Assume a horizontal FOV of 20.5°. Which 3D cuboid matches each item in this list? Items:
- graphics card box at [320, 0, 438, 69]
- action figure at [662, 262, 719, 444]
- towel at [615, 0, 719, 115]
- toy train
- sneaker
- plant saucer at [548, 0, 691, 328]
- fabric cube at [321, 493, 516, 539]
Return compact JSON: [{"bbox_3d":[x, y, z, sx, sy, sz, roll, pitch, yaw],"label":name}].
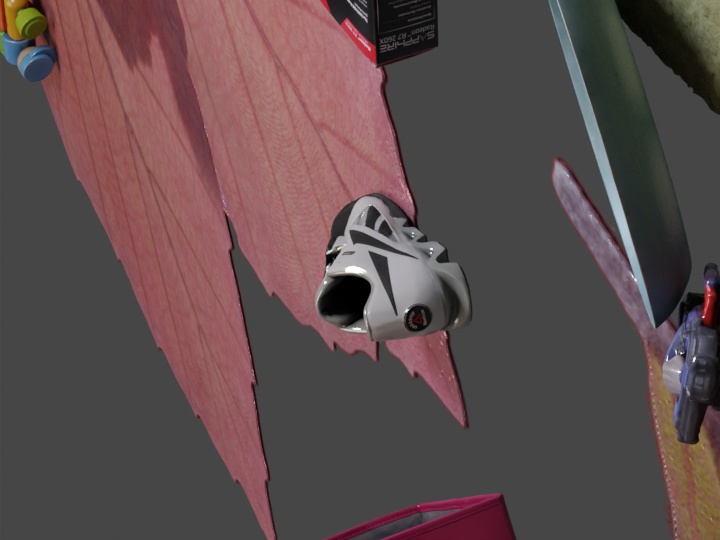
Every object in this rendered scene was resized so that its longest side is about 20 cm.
[{"bbox_3d":[0.001,-0.244,1.231,0.126,0.050,0.201,-126,24,-47],"label":"graphics card box"},{"bbox_3d":[0.192,0.062,0.909,0.200,0.103,0.196,-60,-35,-72],"label":"action figure"},{"bbox_3d":[0.162,-0.132,0.852,0.200,0.036,0.150,-128,26,-48],"label":"towel"},{"bbox_3d":[-0.427,-0.334,2.464,0.116,0.084,0.201,50,154,29],"label":"toy train"},{"bbox_3d":[0.000,0.000,1.409,0.200,0.088,0.075,-145,39,-66],"label":"sneaker"},{"bbox_3d":[0.120,-0.073,0.942,0.200,0.027,0.202,-18,-90,-85],"label":"plant saucer"},{"bbox_3d":[0.020,0.290,1.438,0.201,0.195,0.200,70,162,2],"label":"fabric cube"}]
